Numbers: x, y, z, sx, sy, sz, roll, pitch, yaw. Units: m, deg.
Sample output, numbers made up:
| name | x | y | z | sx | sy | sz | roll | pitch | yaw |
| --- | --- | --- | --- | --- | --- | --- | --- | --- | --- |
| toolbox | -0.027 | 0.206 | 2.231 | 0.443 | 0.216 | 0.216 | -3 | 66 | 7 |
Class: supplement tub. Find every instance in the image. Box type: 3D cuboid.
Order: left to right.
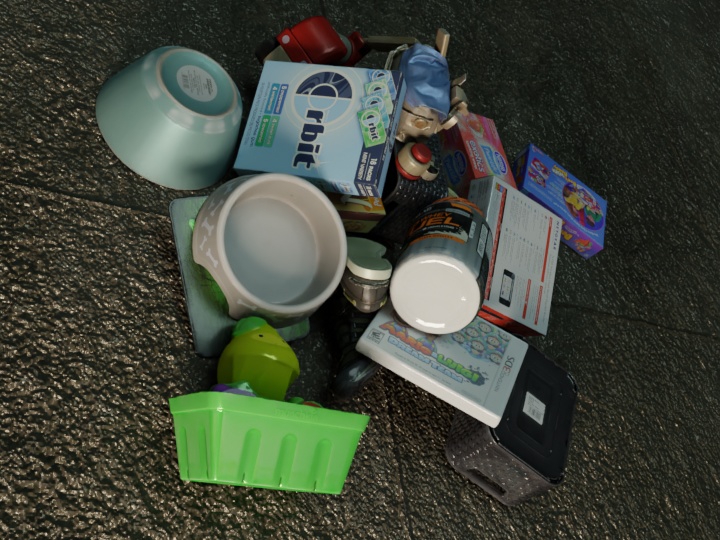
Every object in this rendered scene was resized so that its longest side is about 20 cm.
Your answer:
| name | x | y | z | sx | sy | sz | roll | pitch | yaw |
| --- | --- | --- | --- | --- | --- | --- | --- | --- | --- |
| supplement tub | 0.114 | -0.015 | 1.181 | 0.122 | 0.123 | 0.200 | 39 | 30 | -10 |

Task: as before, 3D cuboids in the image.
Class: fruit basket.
| name | x | y | z | sx | sy | sz | roll | pitch | yaw |
| --- | --- | --- | --- | --- | --- | --- | --- | --- | --- |
| fruit basket | -0.107 | 0.145 | 0.999 | 0.215 | 0.155 | 0.216 | 8 | 76 | -33 |

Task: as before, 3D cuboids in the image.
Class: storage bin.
| name | x | y | z | sx | sy | sz | roll | pitch | yaw |
| --- | --- | --- | --- | --- | --- | --- | --- | --- | --- |
| storage bin | 0.048 | -0.158 | 1.334 | 0.094 | 0.135 | 0.201 | 15 | 53 | -31 |
| storage bin | 0.216 | 0.207 | 1.235 | 0.135 | 0.094 | 0.200 | 37 | 43 | -13 |

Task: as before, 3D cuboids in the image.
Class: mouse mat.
| name | x | y | z | sx | sy | sz | roll | pitch | yaw |
| --- | --- | --- | --- | --- | --- | --- | --- | --- | --- |
| mouse mat | -0.148 | 0.000 | 1.099 | 0.160 | 0.008 | 0.201 | -9 | 84 | -31 |

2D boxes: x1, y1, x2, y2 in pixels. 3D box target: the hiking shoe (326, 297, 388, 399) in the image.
| name | x | y | z | sx | sy | sz | roll | pitch | yaw |
| --- | --- | --- | --- | --- | --- | --- | --- | --- | --- |
| hiking shoe | -0.012 | 0.090 | 1.169 | 0.101 | 0.076 | 0.200 | 35 | 35 | -2 |

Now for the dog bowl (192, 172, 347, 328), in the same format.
| name | x | y | z | sx | sy | sz | roll | pitch | yaw |
| --- | --- | --- | --- | --- | --- | --- | --- | --- | --- |
| dog bowl | -0.105 | -0.030 | 1.093 | 0.199 | 0.059 | 0.201 | 6 | 77 | -28 |

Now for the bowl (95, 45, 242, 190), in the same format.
| name | x | y | z | sx | sy | sz | roll | pitch | yaw |
| --- | --- | --- | --- | --- | --- | --- | --- | --- | --- |
| bowl | -0.238 | -0.218 | 1.170 | 0.200 | 0.105 | 0.201 | 20 | 51 | -27 |

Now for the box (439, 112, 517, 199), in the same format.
| name | x | y | z | sx | sy | sz | roll | pitch | yaw |
| --- | --- | --- | --- | --- | --- | --- | --- | --- | --- |
| box | 0.187 | -0.160 | 1.479 | 0.102 | 0.095 | 0.201 | 8 | 56 | -36 |

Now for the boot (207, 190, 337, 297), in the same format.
| name | x | y | z | sx | sy | sz | roll | pitch | yaw |
| --- | --- | --- | --- | --- | --- | --- | --- | --- | --- |
| boot | -0.134 | -0.020 | 1.150 | 0.146 | 0.070 | 0.200 | -34 | 91 | -38 |

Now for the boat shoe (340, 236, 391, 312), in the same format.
| name | x | y | z | sx | sy | sz | roll | pitch | yaw |
| --- | --- | --- | --- | --- | --- | --- | --- | --- | --- |
| boat shoe | 0.000 | 0.000 | 1.176 | 0.071 | 0.061 | 0.201 | 6 | 14 | -6 |

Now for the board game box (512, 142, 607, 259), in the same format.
| name | x | y | z | sx | sy | sz | roll | pitch | yaw |
| --- | --- | --- | --- | --- | --- | --- | --- | --- | --- |
| board game box | 0.371 | -0.130 | 1.643 | 0.200 | 0.045 | 0.135 | 35 | 45 | -15 |

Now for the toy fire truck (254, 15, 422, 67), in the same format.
| name | x | y | z | sx | sy | sz | roll | pitch | yaw |
| --- | --- | --- | --- | --- | --- | --- | --- | --- | --- |
| toy fire truck | -0.026 | -0.325 | 1.320 | 0.129 | 0.200 | 0.176 | 56 | 17 | 10 |

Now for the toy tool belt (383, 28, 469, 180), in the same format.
| name | x | y | z | sx | sy | sz | roll | pitch | yaw |
| --- | --- | --- | --- | --- | --- | --- | --- | --- | --- |
| toy tool belt | 0.093 | -0.239 | 1.237 | 0.125 | 0.123 | 0.201 | 18 | 52 | -28 |

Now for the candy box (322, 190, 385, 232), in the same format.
| name | x | y | z | sx | sy | sz | roll | pitch | yaw |
| --- | --- | --- | --- | --- | --- | --- | --- | --- | --- |
| candy box | -0.047 | -0.154 | 1.255 | 0.115 | 0.055 | 0.201 | 2 | 61 | -34 |

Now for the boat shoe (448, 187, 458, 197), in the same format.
| name | x | y | z | sx | sy | sz | roll | pitch | yaw |
| --- | --- | --- | --- | --- | --- | --- | --- | --- | --- |
| boat shoe | 0.139 | -0.047 | 1.376 | 0.066 | 0.074 | 0.201 | -2 | 63 | -46 |

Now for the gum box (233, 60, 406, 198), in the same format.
| name | x | y | z | sx | sy | sz | roll | pitch | yaw |
| --- | --- | --- | --- | --- | --- | --- | --- | --- | --- |
| gum box | -0.053 | -0.193 | 1.184 | 0.199 | 0.045 | 0.170 | 8 | 71 | 16 |

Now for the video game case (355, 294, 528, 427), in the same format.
| name | x | y | z | sx | sy | sz | roll | pitch | yaw |
| --- | --- | --- | --- | --- | --- | --- | --- | --- | --- |
| video game case | 0.112 | 0.100 | 1.152 | 0.200 | 0.024 | 0.182 | 29 | 33 | 7 |

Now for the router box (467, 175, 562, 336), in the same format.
| name | x | y | z | sx | sy | sz | roll | pitch | yaw |
| --- | --- | --- | --- | --- | --- | --- | --- | --- | --- |
| router box | 0.228 | -0.018 | 1.355 | 0.179 | 0.049 | 0.201 | 26 | 68 | -36 |
